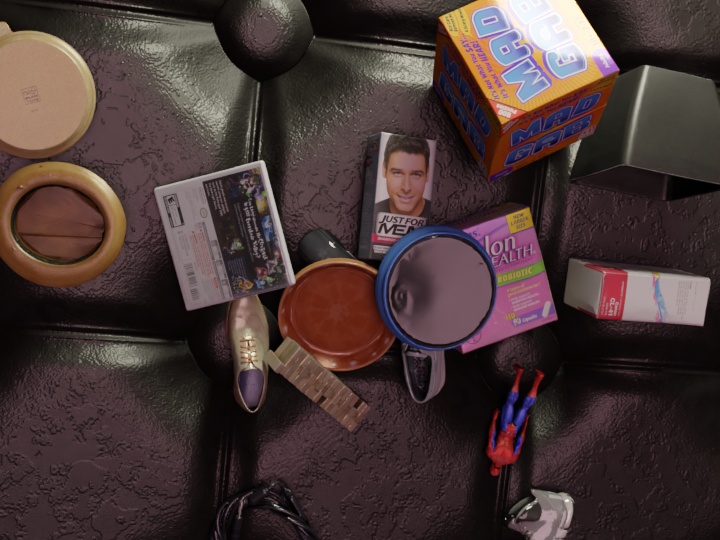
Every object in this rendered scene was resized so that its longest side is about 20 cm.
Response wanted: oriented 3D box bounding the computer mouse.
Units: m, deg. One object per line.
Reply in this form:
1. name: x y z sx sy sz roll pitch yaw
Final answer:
1. computer mouse: 0.000 0.000 1.752 0.140 0.046 0.201 -37 104 -4

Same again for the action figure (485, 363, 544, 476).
1. action figure: 0.261 0.263 1.848 0.065 0.052 0.202 16 99 -9

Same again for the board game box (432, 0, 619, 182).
1. board game box: 0.246 -0.297 1.650 0.199 0.200 0.201 -25 72 -8

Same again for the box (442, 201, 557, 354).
1. box: 0.210 0.010 1.775 0.175 0.097 0.202 -18 101 -9

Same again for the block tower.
1. block tower: -0.065 0.185 1.733 0.200 0.054 0.058 41 87 -31

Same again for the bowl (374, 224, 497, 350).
1. bowl: 0.123 0.030 1.691 0.199 0.039 0.203 -2 99 -11

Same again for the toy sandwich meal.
1. toy sandwich meal: -0.498 -0.265 1.595 0.203 0.070 0.207 -3 100 -17

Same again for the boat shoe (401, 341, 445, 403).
1. boat shoe: 0.102 0.125 1.758 0.069 0.072 0.202 3 112 24

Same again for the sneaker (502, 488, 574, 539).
1. sneaker: 0.296 0.479 1.881 0.115 0.075 0.202 16 84 -10

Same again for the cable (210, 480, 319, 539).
1. cable: -0.155 0.460 1.781 0.162 0.051 0.201 -29 104 -7

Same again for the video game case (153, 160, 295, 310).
1. video game case: -0.213 -0.054 1.679 0.180 0.023 0.202 -13 97 7

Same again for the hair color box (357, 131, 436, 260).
1. hair color box: 0.059 -0.115 1.725 0.098 0.061 0.202 6 88 -19

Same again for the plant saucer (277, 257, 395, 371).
1. plant saucer: -0.034 0.070 1.735 0.198 0.032 0.202 -1 115 -1

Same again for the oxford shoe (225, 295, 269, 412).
1. oxford shoe: -0.175 0.130 1.717 0.070 0.074 0.202 -8 99 -11

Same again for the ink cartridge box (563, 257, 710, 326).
1. ink cartridge box: 0.465 0.036 1.810 0.198 0.148 0.086 6 97 -13

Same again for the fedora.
1. fedora: -0.455 -0.072 1.622 0.199 0.082 0.203 -1 97 -7

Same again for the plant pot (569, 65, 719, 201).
1. plant pot: 0.485 -0.227 1.763 0.198 0.199 0.179 10 85 -14
